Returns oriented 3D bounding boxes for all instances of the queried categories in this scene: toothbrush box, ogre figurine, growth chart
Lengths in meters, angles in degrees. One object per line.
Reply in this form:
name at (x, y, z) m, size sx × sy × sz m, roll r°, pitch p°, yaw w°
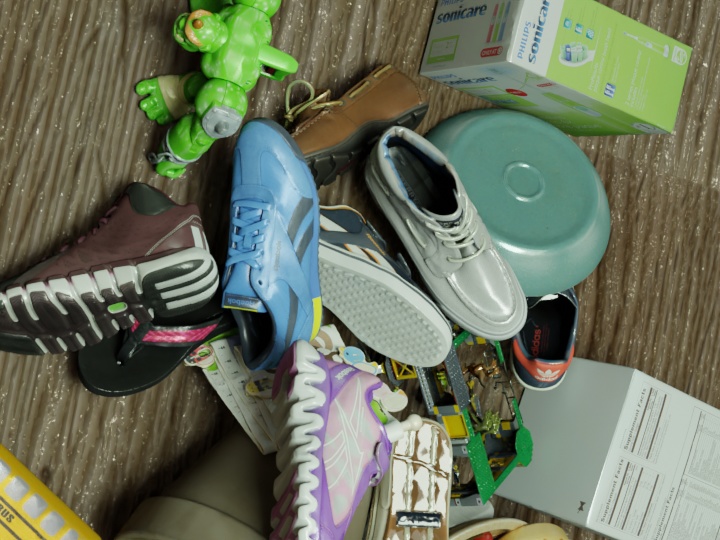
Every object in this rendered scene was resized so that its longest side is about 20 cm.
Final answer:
toothbrush box at (0.180, -0.193, 1.142) m, size 0.199 × 0.145 × 0.087 m, roll 18°, pitch 85°, yaw -30°
ogre figurine at (-0.110, -0.177, 0.992) m, size 0.098 × 0.120 × 0.201 m, roll 41°, pitch 73°, yaw -25°
growth chart at (-0.054, 0.090, 1.020) m, size 0.144 × 0.200 × 0.018 m, roll -24°, pitch 138°, yaw -30°

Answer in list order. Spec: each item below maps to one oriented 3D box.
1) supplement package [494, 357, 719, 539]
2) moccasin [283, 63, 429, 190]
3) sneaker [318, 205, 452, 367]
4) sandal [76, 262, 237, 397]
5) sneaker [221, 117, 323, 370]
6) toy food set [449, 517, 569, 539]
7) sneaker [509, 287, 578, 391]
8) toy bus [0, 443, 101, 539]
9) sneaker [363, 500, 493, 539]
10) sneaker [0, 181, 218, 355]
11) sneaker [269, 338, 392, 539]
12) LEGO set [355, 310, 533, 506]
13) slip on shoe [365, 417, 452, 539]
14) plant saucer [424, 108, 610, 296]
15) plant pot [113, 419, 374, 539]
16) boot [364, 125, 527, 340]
supplement package at (0.266, 0.189, 1.212) m, size 0.199 × 0.151 × 0.152 m, roll 24°, pitch 81°, yaw -28°
moccasin at (-0.030, -0.125, 1.068) m, size 0.201 × 0.074 × 0.078 m, roll -34°, pitch 77°, yaw -26°
sneaker at (0.000, 0.000, 1.052) m, size 0.199 × 0.079 × 0.080 m, roll 33°, pitch 43°, yaw 3°
sandal at (-0.146, 0.034, 1.013) m, size 0.199 × 0.045 × 0.075 m, roll -30°, pitch 71°, yaw -30°
sneaker at (-0.076, -0.016, 0.976) m, size 0.078 × 0.065 × 0.202 m, roll -32°, pitch 124°, yaw -50°
toy food set at (0.095, 0.310, 1.142) m, size 0.199 × 0.049 × 0.199 m, roll 5°, pitch 119°, yaw -40°
sneaker at (0.173, 0.008, 1.159) m, size 0.074 × 0.085 × 0.202 m, roll -3°, pitch 75°, yaw -3°
toy bus at (-0.272, 0.196, 0.957) m, size 0.078 × 0.065 × 0.200 m, roll -48°, pitch 114°, yaw -20°
sneaker at (0.033, 0.264, 1.142) m, size 0.198 × 0.075 × 0.089 m, roll -15°, pitch 113°, yaw -22°
sneaker at (-0.212, -0.007, 0.981) m, size 0.198 × 0.116 × 0.076 m, roll -12°, pitch 140°, yaw 0°
sneaker at (-0.018, 0.147, 0.906) m, size 0.088 × 0.081 × 0.202 m, roll 12°, pitch 55°, yaw -18°
LEGO set at (0.068, 0.125, 1.142) m, size 0.154 × 0.115 × 0.202 m, roll -47°, pitch 122°, yaw -51°
slip on shoe at (0.035, 0.223, 1.019) m, size 0.075 × 0.061 × 0.202 m, roll 7°, pitch 79°, yaw -8°
plant saucer at (0.144, -0.074, 1.132) m, size 0.198 × 0.036 × 0.202 m, roll 7°, pitch 61°, yaw -13°
plant pot at (-0.075, 0.206, 1.014) m, size 0.200 × 0.199 × 0.174 m, roll 48°, pitch 55°, yaw -23°
boot at (0.072, -0.029, 1.032) m, size 0.073 × 0.096 × 0.200 m, roll -38°, pitch 84°, yaw -7°
